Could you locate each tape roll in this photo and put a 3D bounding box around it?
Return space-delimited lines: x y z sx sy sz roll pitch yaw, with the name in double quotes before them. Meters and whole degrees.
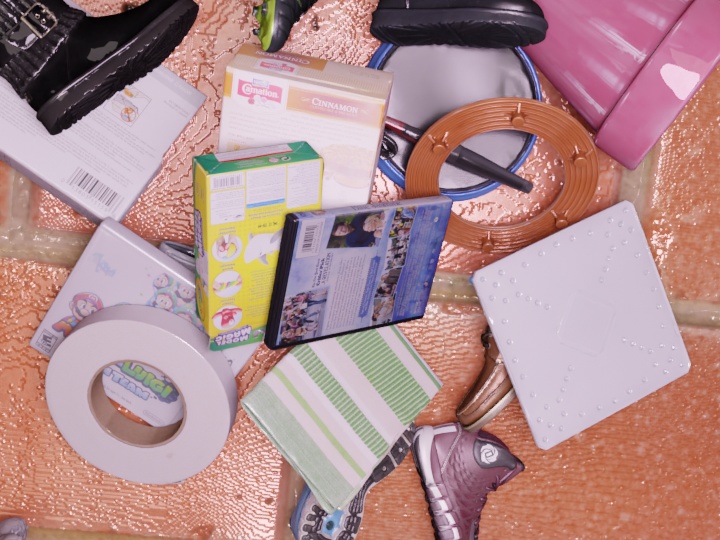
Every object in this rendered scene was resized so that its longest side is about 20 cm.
"tape roll" -0.227 0.132 1.057 0.202 0.037 0.203 4 117 7

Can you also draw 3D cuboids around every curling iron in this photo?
"curling iron" 0.086 -0.117 1.053 0.199 0.026 0.050 16 117 -10

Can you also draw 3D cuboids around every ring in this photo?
"ring" 0.145 -0.089 1.042 0.200 0.019 0.201 1 135 1

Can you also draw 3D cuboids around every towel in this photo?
"towel" -0.013 0.127 1.042 0.153 0.023 0.200 53 54 -10

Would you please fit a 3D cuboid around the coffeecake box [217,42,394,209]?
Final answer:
"coffeecake box" -0.061 -0.107 1.010 0.153 0.073 0.201 12 123 2

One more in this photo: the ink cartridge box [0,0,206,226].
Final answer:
"ink cartridge box" -0.289 -0.165 1.053 0.200 0.044 0.174 35 70 -7

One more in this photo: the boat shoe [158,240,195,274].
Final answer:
"boat shoe" -0.122 0.012 1.068 0.200 0.070 0.072 12 103 -2

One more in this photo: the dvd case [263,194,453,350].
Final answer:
"dvd case" 0.000 0.000 1.010 0.200 0.018 0.143 -10 124 -37

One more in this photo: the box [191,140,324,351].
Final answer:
"box" -0.098 -0.018 0.971 0.117 0.048 0.201 -11 123 -24

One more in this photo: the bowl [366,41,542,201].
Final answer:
"bowl" 0.097 -0.172 1.078 0.200 0.039 0.201 0 97 -3

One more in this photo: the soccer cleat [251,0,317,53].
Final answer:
"soccer cleat" -0.055 -0.292 1.002 0.081 0.068 0.201 17 59 -13

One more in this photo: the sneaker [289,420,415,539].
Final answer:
"sneaker" -0.019 0.208 1.094 0.078 0.090 0.200 41 71 -20

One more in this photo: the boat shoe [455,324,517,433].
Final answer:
"boat shoe" 0.160 0.081 1.098 0.068 0.072 0.200 42 79 -8

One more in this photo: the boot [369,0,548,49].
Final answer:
"boot" 0.100 -0.306 0.999 0.198 0.073 0.163 9 84 31

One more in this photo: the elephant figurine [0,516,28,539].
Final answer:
"elephant figurine" -0.346 0.373 1.076 0.155 0.142 0.200 -24 116 28

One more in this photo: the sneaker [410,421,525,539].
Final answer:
"sneaker" 0.133 0.256 1.114 0.115 0.076 0.201 -16 97 -5

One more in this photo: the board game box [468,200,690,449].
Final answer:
"board game box" 0.231 0.055 1.066 0.200 0.026 0.201 -25 98 -16

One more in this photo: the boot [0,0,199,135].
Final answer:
"boot" -0.282 -0.253 1.009 0.211 0.079 0.158 -41 91 -19

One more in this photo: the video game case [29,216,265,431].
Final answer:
"video game case" -0.222 0.068 1.058 0.200 0.024 0.182 35 117 -7

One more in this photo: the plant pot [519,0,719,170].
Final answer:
"plant pot" 0.263 -0.231 1.015 0.179 0.200 0.200 38 93 8
